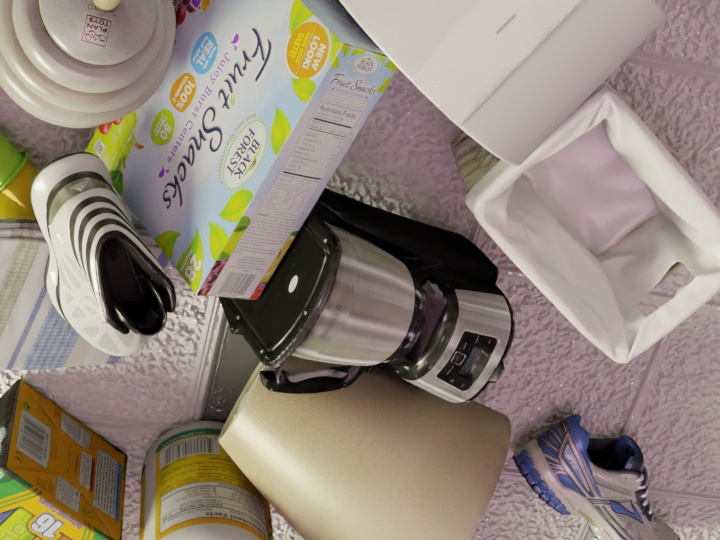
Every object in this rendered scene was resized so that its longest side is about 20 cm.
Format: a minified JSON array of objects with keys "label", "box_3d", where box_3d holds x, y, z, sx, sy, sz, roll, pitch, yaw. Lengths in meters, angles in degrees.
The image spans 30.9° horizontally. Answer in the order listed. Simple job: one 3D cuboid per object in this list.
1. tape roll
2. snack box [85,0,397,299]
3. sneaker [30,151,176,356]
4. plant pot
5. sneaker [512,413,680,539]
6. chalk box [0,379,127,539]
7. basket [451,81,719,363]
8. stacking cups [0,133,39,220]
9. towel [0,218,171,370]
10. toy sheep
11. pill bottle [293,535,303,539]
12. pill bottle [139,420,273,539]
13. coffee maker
[{"label":"tape roll","box_3d":[0.084,-0.189,0.855,0.202,0.204,0.139,38,108,-26]},{"label":"snack box","box_3d":[-0.086,-0.111,0.890,0.067,0.169,0.201,4,127,-49]},{"label":"sneaker","box_3d":[-0.173,0.024,0.912,0.075,0.116,0.202,-25,145,-14]},{"label":"plant pot","box_3d":[-0.008,0.148,1.061,0.198,0.188,0.188,32,112,-6]},{"label":"sneaker","box_3d":[0.233,0.200,1.174,0.199,0.077,0.085,36,105,-25]},{"label":"chalk box","box_3d":[-0.302,0.217,1.071,0.200,0.125,0.124,-42,117,17]},{"label":"basket","box_3d":[0.177,-0.054,0.991,0.135,0.124,0.200,-40,118,14]},{"label":"stacking cups","box_3d":[-0.302,-0.103,0.928,0.060,0.061,0.200,-38,116,13]},{"label":"towel","box_3d":[-0.240,0.018,0.971,0.198,0.024,0.148,0,132,-41]},{"label":"toy sheep","box_3d":[-0.181,-0.161,0.847,0.136,0.200,0.140,3,81,-18]},{"label":"pill bottle","box_3d":[0.011,0.330,1.189,0.112,0.113,0.201,-33,119,10]},{"label":"pill bottle","box_3d":[-0.125,0.225,1.057,0.111,0.201,0.114,-4,120,-7]},{"label":"coffee maker","box_3d":[0.000,0.000,0.984,0.198,0.194,0.134,18,134,-40]}]
